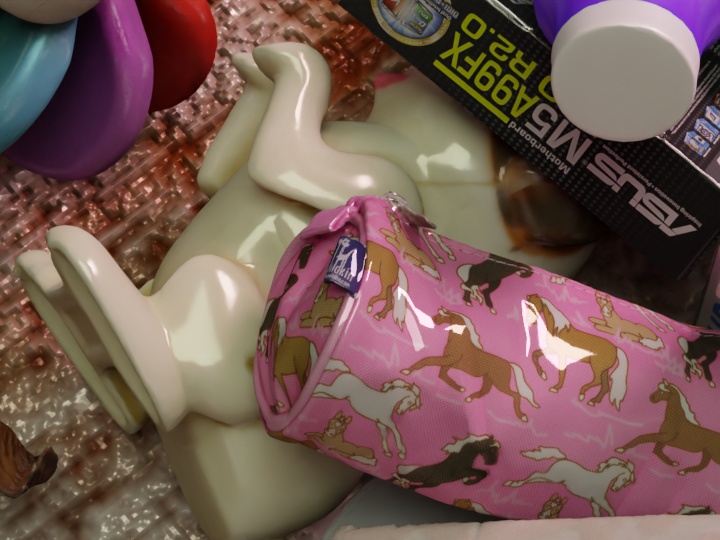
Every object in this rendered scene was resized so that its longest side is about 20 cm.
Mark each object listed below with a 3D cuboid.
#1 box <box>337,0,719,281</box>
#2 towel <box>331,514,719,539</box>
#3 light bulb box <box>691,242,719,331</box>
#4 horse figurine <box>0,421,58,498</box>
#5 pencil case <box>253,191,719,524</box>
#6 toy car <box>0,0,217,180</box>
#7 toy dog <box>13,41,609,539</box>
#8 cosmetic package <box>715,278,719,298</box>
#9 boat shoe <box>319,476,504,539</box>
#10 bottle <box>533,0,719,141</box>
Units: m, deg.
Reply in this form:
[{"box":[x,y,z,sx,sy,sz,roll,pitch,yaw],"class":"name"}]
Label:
[{"box":[0.102,-0.102,1.015,0.160,0.044,0.200,39,38,3],"class":"box"},{"box":[0.052,0.172,0.852,0.190,0.032,0.201,-6,56,32],"class":"towel"},{"box":[0.259,0.007,0.996,0.200,0.125,0.198,39,74,14],"class":"light bulb box"},{"box":[-0.203,0.103,0.994,0.199,0.050,0.133,-28,53,-2],"class":"horse figurine"},{"box":[0.065,0.042,0.920,0.199,0.087,0.083,20,33,-17],"class":"pencil case"},{"box":[-0.125,-0.111,1.034,0.200,0.174,0.150,-42,114,-48],"class":"toy car"},{"box":[0.000,0.000,0.997,0.200,0.140,0.194,-35,85,-13],"class":"toy dog"},{"box":[0.218,0.027,0.865,0.200,0.108,0.085,39,77,13],"class":"cosmetic package"},{"box":[0.005,0.144,0.969,0.072,0.066,0.200,31,77,18],"class":"boat shoe"},{"box":[0.096,-0.123,0.927,0.083,0.065,0.200,-17,35,23],"class":"bottle"}]
